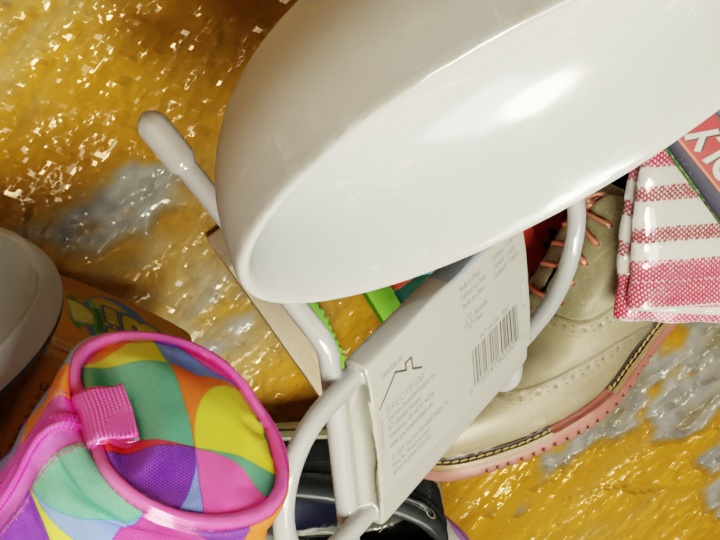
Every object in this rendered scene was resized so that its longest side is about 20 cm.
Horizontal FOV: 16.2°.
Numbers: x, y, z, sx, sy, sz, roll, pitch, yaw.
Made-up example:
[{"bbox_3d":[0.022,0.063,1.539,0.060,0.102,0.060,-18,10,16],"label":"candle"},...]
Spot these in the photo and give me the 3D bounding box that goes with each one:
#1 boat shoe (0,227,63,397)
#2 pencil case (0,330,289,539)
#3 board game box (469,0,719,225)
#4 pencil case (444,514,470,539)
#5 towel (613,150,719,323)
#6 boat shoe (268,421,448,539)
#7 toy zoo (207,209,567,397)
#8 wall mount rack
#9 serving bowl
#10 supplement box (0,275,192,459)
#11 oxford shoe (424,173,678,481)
[{"bbox_3d":[-0.171,0.068,0.849,0.202,0.075,0.086,-38,143,3],"label":"boat shoe"},{"bbox_3d":[-0.101,0.109,0.801,0.088,0.089,0.200,4,134,-43],"label":"pencil case"},{"bbox_3d":[0.135,-0.090,0.858,0.199,0.062,0.200,-29,120,19],"label":"board game box"},{"bbox_3d":[-0.037,0.155,1.044,0.199,0.086,0.084,-17,159,-30],"label":"pencil case"},{"bbox_3d":[0.161,-0.081,0.953,0.146,0.030,0.201,-3,103,-31],"label":"towel"},{"bbox_3d":[-0.055,0.101,0.980,0.199,0.062,0.075,-4,134,-22],"label":"boat shoe"},{"bbox_3d":[0.047,-0.034,0.976,0.200,0.020,0.131,-37,144,-4],"label":"toy zoo"},{"bbox_3d":[0.000,0.000,0.862,0.200,0.074,0.174,-45,140,-42],"label":"wall mount rack"},{"bbox_3d":[0.040,-0.068,0.753,0.199,0.066,0.200,-25,165,-7],"label":"serving bowl"},{"bbox_3d":[-0.126,0.105,0.903,0.069,0.067,0.201,21,110,-18],"label":"supplement box"},{"bbox_3d":[0.086,0.002,0.982,0.200,0.070,0.075,-38,129,-18],"label":"oxford shoe"}]
